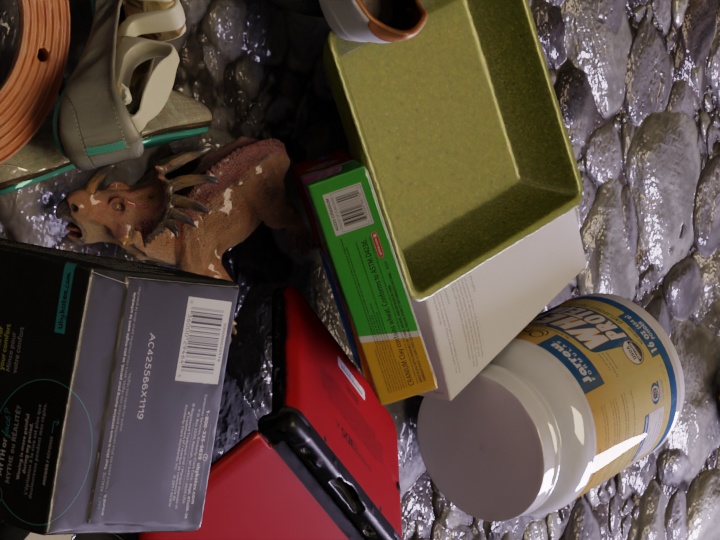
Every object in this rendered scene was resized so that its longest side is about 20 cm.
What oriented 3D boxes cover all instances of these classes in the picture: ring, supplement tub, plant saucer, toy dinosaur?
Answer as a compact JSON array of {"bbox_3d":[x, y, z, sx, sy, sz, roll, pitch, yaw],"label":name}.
[{"bbox_3d":[-0.254,-0.150,1.289,0.200,0.019,0.201,4,84,-44],"label":"ring"},{"bbox_3d":[0.153,0.110,1.784,0.200,0.144,0.145,-23,115,-48],"label":"supplement tub"},{"bbox_3d":[0.057,-0.105,1.582,0.200,0.048,0.200,-30,108,-39],"label":"plant saucer"},{"bbox_3d":[-0.095,-0.048,1.468,0.200,0.086,0.136,-44,139,-35],"label":"toy dinosaur"}]

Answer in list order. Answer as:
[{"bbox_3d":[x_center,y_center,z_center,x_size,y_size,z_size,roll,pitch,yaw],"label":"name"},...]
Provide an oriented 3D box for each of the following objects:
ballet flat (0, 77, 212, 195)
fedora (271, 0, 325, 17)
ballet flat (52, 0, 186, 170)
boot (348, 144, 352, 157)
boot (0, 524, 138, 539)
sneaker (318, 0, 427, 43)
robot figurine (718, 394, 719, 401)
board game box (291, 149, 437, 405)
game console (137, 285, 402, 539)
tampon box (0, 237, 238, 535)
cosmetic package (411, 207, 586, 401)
[{"bbox_3d":[-0.169,-0.097,1.401,0.200,0.067,0.063,-22,101,-49],"label":"ballet flat"},{"bbox_3d":[-0.027,-0.270,1.513,0.200,0.092,0.201,-13,111,-35],"label":"fedora"},{"bbox_3d":[-0.138,-0.140,1.374,0.067,0.064,0.200,65,25,-44],"label":"ballet flat"},{"bbox_3d":[0.057,-0.113,1.675,0.200,0.073,0.156,-22,113,-46],"label":"boot"},{"bbox_3d":[-0.207,0.241,1.413,0.165,0.066,0.200,45,59,-37],"label":"boot"},{"bbox_3d":[-0.009,-0.234,1.420,0.073,0.085,0.200,-41,120,-20],"label":"sneaker"},{"bbox_3d":[0.413,0.107,2.187,0.200,0.058,0.145,-47,131,-37],"label":"robot figurine"},{"bbox_3d":[0.000,0.000,1.520,0.040,0.200,0.153,-19,97,-3],"label":"board game box"},{"bbox_3d":[-0.058,0.138,1.514,0.200,0.118,0.173,56,25,-49],"label":"game console"},{"bbox_3d":[-0.194,0.060,1.287,0.126,0.200,0.150,8,92,-52],"label":"tampon box"},{"bbox_3d":[0.084,0.000,1.724,0.200,0.085,0.108,-41,128,-41],"label":"cosmetic package"}]
